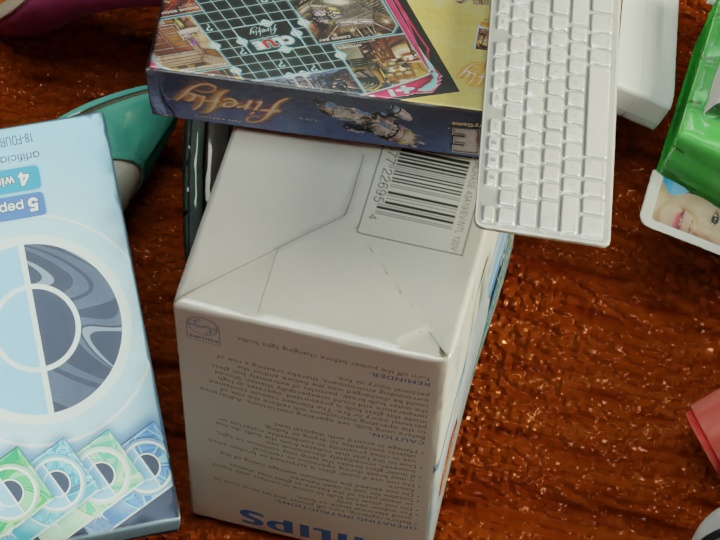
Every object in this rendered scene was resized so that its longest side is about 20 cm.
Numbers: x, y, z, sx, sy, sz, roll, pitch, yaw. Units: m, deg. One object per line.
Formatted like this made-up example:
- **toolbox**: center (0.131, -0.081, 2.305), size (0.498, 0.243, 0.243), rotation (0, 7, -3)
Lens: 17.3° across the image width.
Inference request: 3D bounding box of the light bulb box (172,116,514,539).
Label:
- **light bulb box**: center (0.000, 0.000, 1.104), size (0.124, 0.200, 0.199), rotation (13, 59, 7)

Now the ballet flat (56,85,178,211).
- **ballet flat**: center (-0.168, -0.029, 1.198), size (0.199, 0.068, 0.071), rotation (-24, 63, -22)

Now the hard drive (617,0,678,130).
- **hard drive**: center (0.073, -0.160, 1.233), size (0.199, 0.027, 0.132), rotation (22, 46, -12)

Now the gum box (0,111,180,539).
- **gum box**: center (-0.185, 0.038, 1.112), size (0.169, 0.045, 0.201), rotation (-10, 78, -9)

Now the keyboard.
- **keyboard**: center (0.082, -0.098, 1.002), size (0.056, 0.011, 0.201), rotation (6, 58, 1)

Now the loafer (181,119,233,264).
- **loafer**: center (-0.061, -0.085, 1.237), size (0.062, 0.072, 0.201), rotation (2, 56, -5)

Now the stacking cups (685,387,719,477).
- **stacking cups**: center (0.249, 0.032, 1.132), size (0.199, 0.061, 0.061), rotation (-27, 59, 6)

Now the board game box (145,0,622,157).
- **board game box**: center (0.015, -0.119, 1.040), size (0.198, 0.035, 0.136), rotation (8, 58, 3)

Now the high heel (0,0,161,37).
- **high heel**: center (-0.115, -0.148, 1.247), size (0.096, 0.200, 0.068), rotation (39, 48, -24)

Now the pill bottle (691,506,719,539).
- **pill bottle**: center (0.195, 0.176, 1.042), size (0.112, 0.113, 0.201), rotation (8, 58, 6)

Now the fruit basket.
- **fruit basket**: center (0.258, -0.066, 1.207), size (0.199, 0.094, 0.186), rotation (18, 60, 8)
